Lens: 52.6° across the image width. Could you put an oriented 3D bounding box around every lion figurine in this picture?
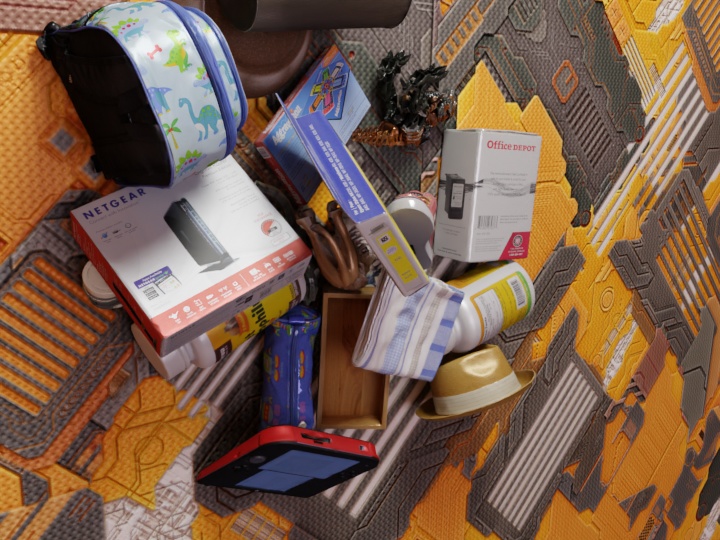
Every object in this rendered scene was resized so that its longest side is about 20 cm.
[{"bbox_3d":[-0.029,-0.017,0.878,0.072,0.200,0.123,-18,100,8],"label":"lion figurine"}]

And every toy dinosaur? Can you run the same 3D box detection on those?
[{"bbox_3d":[-0.081,-0.051,0.946,0.088,0.047,0.201,-74,149,-52],"label":"toy dinosaur"},{"bbox_3d":[0.070,-0.223,1.022,0.200,0.102,0.136,-54,153,-46],"label":"toy dinosaur"}]

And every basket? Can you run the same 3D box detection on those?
[{"bbox_3d":[-0.057,-0.347,0.820,0.199,0.136,0.181,-23,120,-28],"label":"basket"}]

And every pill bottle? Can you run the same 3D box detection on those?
[{"bbox_3d":[-0.171,0.042,0.883,0.200,0.109,0.110,-36,121,-26],"label":"pill bottle"},{"bbox_3d":[0.173,0.063,1.159,0.199,0.111,0.112,-24,115,-31],"label":"pill bottle"}]

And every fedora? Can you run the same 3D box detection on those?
[{"bbox_3d":[0.172,0.169,1.151,0.200,0.200,0.082,-21,91,-33],"label":"fedora"}]

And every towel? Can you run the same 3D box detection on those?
[{"bbox_3d":[0.071,0.075,0.990,0.200,0.024,0.148,22,88,-52],"label":"towel"}]

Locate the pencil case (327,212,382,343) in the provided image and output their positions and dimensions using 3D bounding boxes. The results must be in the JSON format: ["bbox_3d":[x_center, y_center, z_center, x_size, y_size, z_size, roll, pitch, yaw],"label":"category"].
[{"bbox_3d":[0.000,0.000,1.026,0.089,0.077,0.201,-40,128,-58],"label":"pencil case"}]

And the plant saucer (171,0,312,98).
[{"bbox_3d":[-0.131,-0.309,0.875,0.200,0.037,0.202,-10,107,-35],"label":"plant saucer"}]

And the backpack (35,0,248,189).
[{"bbox_3d":[-0.205,-0.183,0.741,0.147,0.200,0.184,-32,118,-28],"label":"backpack"}]

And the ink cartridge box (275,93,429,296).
[{"bbox_3d":[-0.008,-0.093,0.836,0.047,0.198,0.200,-30,141,2],"label":"ink cartridge box"}]

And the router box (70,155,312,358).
[{"bbox_3d":[-0.186,-0.028,0.813,0.200,0.180,0.049,-32,163,-32],"label":"router box"}]

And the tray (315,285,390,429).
[{"bbox_3d":[-0.008,0.121,1.006,0.098,0.037,0.201,2,107,-6],"label":"tray"}]

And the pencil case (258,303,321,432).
[{"bbox_3d":[-0.095,0.146,0.984,0.078,0.087,0.201,0,101,-20],"label":"pencil case"}]

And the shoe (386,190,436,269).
[{"bbox_3d":[0.070,-0.078,1.017,0.200,0.071,0.092,68,22,-67],"label":"shoe"}]

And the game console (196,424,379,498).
[{"bbox_3d":[-0.092,0.265,0.981,0.199,0.031,0.177,23,131,-39],"label":"game console"}]

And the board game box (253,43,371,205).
[{"bbox_3d":[-0.056,-0.189,0.937,0.103,0.019,0.201,56,49,-35],"label":"board game box"}]

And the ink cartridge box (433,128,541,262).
[{"bbox_3d":[0.200,-0.120,1.153,0.145,0.083,0.201,-4,103,-37],"label":"ink cartridge box"}]

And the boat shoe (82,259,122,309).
[{"bbox_3d":[-0.237,-0.021,0.861,0.200,0.073,0.062,-37,165,-33],"label":"boat shoe"}]
